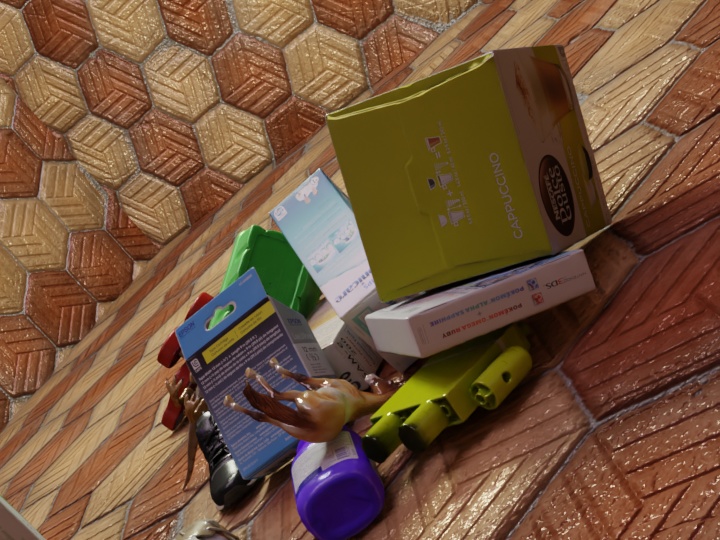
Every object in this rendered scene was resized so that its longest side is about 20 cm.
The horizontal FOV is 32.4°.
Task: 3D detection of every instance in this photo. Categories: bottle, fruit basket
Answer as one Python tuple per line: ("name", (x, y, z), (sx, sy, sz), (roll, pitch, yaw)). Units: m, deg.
("bottle", (-0.027, 0.197, 1.219), (0.083, 0.066, 0.200), (-33, 12, 0))
("fruit basket", (-0.119, 0.058, 1.680), (0.216, 0.154, 0.218), (-164, 90, -89))

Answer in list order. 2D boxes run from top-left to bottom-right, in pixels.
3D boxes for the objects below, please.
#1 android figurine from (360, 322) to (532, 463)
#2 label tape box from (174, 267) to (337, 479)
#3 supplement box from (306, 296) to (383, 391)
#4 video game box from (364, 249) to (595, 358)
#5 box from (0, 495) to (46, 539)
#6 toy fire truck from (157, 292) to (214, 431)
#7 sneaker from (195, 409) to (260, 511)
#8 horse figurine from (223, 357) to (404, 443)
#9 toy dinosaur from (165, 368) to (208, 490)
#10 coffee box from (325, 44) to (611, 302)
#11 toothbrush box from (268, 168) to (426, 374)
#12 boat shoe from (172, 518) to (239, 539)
("android figurine", (0.088, 0.109, 1.182), (0.200, 0.041, 0.182), (-39, 8, -39))
("label tape box", (-0.114, 0.119, 1.442), (0.143, 0.201, 0.066), (-37, -20, 23))
("supplement box", (-0.024, 0.089, 1.549), (0.126, 0.074, 0.200), (-32, 15, 34))
("video game box", (0.110, 0.032, 1.214), (0.181, 0.047, 0.200), (-23, 3, -10))
("box", (-0.527, 0.417, 1.694), (0.200, 0.199, 0.171), (-45, 13, -15))
("toy fire truck", (-0.251, 0.145, 1.998), (0.200, 0.112, 0.168), (-57, -5, -42))
("sneaker", (-0.174, 0.223, 1.526), (0.076, 0.088, 0.200), (-40, 13, 4))
("horse figurine", (-0.048, 0.127, 1.215), (0.200, 0.132, 0.050), (-13, -57, -68))
("toy dinosaur", (-0.214, 0.188, 1.647), (0.060, 0.106, 0.202), (6, 74, 25))
("coffee box", (0.115, -0.102, 1.272), (0.199, 0.202, 0.197), (-16, 2, 30))
("toothbrush box", (0.000, 0.000, 1.422), (0.085, 0.146, 0.200), (-41, 49, 4))
("boat shoe", (-0.163, 0.293, 1.293), (0.069, 0.075, 0.200), (-53, 15, -24))
